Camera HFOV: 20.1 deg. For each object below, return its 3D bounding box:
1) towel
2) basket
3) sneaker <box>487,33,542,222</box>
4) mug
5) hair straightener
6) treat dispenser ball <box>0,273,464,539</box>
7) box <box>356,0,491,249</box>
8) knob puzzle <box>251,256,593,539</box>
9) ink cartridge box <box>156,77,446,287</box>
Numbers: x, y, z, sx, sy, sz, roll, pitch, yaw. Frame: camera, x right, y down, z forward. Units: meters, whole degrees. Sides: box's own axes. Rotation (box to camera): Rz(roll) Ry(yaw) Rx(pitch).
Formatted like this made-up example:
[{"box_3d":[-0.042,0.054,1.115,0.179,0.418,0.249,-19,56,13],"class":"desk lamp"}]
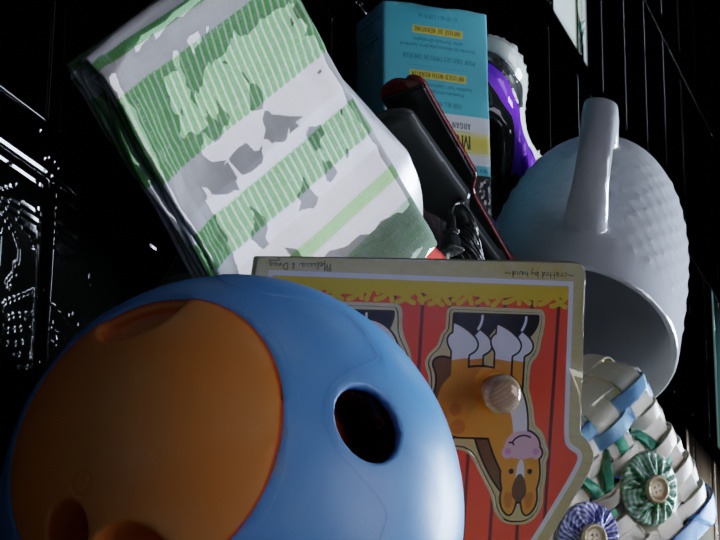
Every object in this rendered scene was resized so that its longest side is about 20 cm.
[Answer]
[{"box_3d":[-0.048,-0.057,1.044,0.153,0.023,0.201,-44,111,-37],"class":"towel"},{"box_3d":[0.115,0.162,1.150,0.176,0.139,0.202,-35,121,-29],"class":"basket"},{"box_3d":[0.097,-0.069,1.530,0.100,0.069,0.201,-65,144,-43],"class":"sneaker"},{"box_3d":[0.162,-0.027,1.434,0.176,0.146,0.201,-72,165,-46],"class":"mug"},{"box_3d":[0.058,-0.023,1.300,0.201,0.041,0.077,63,31,-29],"class":"hair straightener"},{"box_3d":[-0.055,0.103,0.871,0.201,0.199,0.203,-5,90,-71],"class":"treat dispenser ball"},{"box_3d":[0.043,-0.077,1.385,0.049,0.081,0.202,149,-57,-64],"class":"box"},{"box_3d":[0.028,0.095,1.025,0.030,0.217,0.222,-159,-120,-74],"class":"knob puzzle"},{"box_3d":[-0.002,0.014,1.116,0.200,0.047,0.161,44,56,-25],"class":"ink cartridge box"}]
